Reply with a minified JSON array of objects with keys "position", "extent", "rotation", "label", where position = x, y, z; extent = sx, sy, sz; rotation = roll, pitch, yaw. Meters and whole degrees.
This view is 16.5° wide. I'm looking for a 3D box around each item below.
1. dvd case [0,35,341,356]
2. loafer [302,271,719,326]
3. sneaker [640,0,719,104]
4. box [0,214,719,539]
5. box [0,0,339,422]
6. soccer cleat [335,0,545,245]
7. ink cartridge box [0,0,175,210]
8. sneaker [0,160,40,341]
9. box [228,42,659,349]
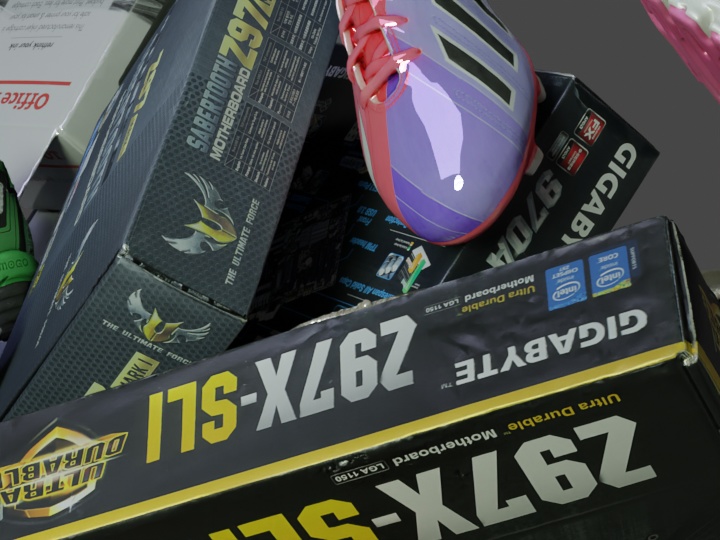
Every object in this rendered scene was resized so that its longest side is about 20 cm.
[{"position":[-0.093,-0.031,1.067],"extent":[0.142,0.018,0.201],"rotation":[15,70,54],"label":"dvd case"},{"position":[0.047,0.030,0.720],"extent":[0.199,0.070,0.076],"rotation":[-12,74,17],"label":"loafer"},{"position":[0.163,-0.081,0.765],"extent":[0.088,0.074,0.200],"rotation":[-50,34,-7],"label":"sneaker"},{"position":[0.018,0.077,0.658],"extent":[0.199,0.160,0.050],"rotation":[-17,45,17],"label":"box"},{"position":[-0.069,-0.022,0.866],"extent":[0.158,0.051,0.201],"rotation":[-49,19,45],"label":"box"},{"position":[0.011,-0.095,0.814],"extent":[0.067,0.076,0.201],"rotation":[-32,44,30],"label":"soccer cleat"},{"position":[-0.109,-0.090,1.065],"extent":[0.116,0.068,0.201],"rotation":[5,61,52],"label":"ink cartridge box"},{"position":[-0.190,-0.008,0.996],"extent":[0.199,0.078,0.086],"rotation":[-8,91,47],"label":"sneaker"},{"position":[0.000,0.000,0.879],"extent":[0.160,0.046,0.200],"rotation":[-57,26,-8],"label":"box"}]
